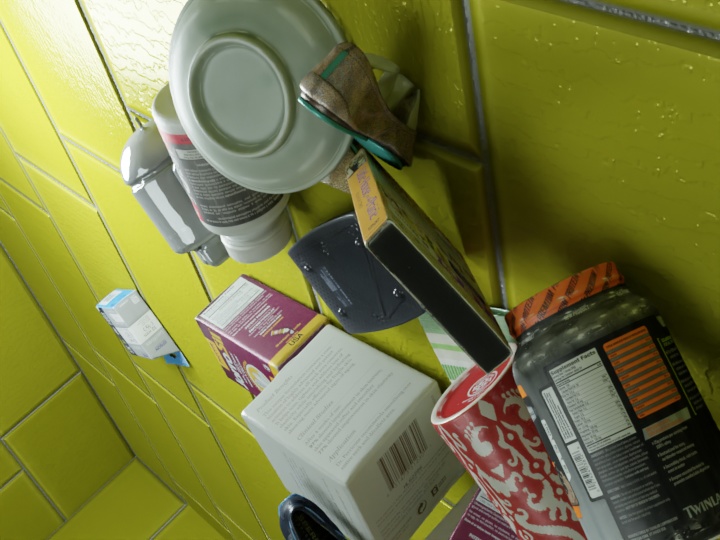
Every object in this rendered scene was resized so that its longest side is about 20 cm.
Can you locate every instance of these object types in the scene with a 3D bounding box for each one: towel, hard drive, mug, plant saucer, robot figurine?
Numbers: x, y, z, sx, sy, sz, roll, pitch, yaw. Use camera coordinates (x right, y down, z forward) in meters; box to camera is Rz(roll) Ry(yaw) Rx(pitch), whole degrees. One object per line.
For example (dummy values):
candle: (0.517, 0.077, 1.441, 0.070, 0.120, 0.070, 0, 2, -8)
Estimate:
towel: (0.143, 0.118, 0.940, 0.151, 0.023, 0.202, 5, 129, 55)
hard drive: (0.000, 0.000, 0.984, 0.136, 0.042, 0.199, 52, 155, -7)
mug: (0.182, 0.162, 0.835, 0.201, 0.177, 0.134, 48, -172, -5)
plant saucer: (-0.097, -0.158, 0.805, 0.196, 0.050, 0.204, 11, 118, 20)
robot figurine: (-0.216, -0.103, 1.112, 0.202, 0.112, 0.169, 56, 161, -14)

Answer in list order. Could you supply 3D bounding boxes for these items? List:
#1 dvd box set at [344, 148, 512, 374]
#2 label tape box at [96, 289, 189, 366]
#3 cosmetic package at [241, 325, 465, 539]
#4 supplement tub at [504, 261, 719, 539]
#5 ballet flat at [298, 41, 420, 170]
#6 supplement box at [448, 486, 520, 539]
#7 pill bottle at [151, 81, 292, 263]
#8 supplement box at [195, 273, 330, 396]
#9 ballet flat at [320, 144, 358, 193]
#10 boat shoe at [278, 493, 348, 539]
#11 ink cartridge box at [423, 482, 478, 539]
dvd box set: (0.049, -0.016, 0.743, 0.146, 0.029, 0.201, 46, -169, -20)
label tape box: (-0.459, 0.137, 1.913, 0.142, 0.066, 0.202, -1, 124, 59)
cosmetic package: (-0.005, 0.208, 1.117, 0.198, 0.167, 0.168, 24, 148, 43)
supplement tub: (0.191, 0.106, 0.677, 0.203, 0.120, 0.123, 67, 158, 13)
ballet flat: (0.015, -0.130, 0.727, 0.068, 0.068, 0.200, 36, -174, 15)
supplement box: (0.150, 0.307, 0.955, 0.085, 0.202, 0.111, 19, 159, 42)
pill bottle: (-0.138, -0.110, 0.977, 0.110, 0.110, 0.203, 25, 146, 40)
supplement box: (-0.120, 0.110, 1.265, 0.198, 0.103, 0.132, 23, 147, 44)
ballet flat: (-0.066, -0.139, 0.870, 0.201, 0.065, 0.070, 52, 157, -5)
boat shoe: (-0.029, 0.351, 1.046, 0.200, 0.084, 0.069, 44, 168, -1)
ink cartridge box: (0.147, 0.374, 1.145, 0.084, 0.144, 0.202, 31, 150, 32)
